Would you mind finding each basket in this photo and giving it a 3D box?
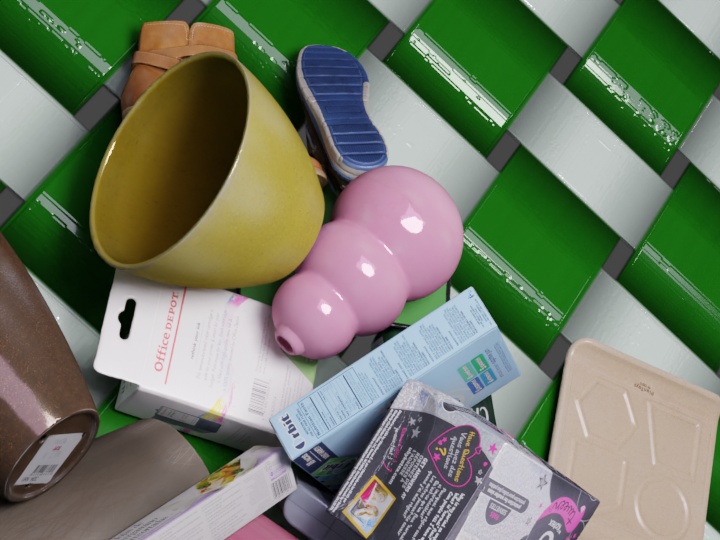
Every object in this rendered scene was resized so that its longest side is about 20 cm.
[{"bbox_3d":[-0.221,0.216,1.379,0.199,0.136,0.181,-31,75,-37],"label":"basket"}]

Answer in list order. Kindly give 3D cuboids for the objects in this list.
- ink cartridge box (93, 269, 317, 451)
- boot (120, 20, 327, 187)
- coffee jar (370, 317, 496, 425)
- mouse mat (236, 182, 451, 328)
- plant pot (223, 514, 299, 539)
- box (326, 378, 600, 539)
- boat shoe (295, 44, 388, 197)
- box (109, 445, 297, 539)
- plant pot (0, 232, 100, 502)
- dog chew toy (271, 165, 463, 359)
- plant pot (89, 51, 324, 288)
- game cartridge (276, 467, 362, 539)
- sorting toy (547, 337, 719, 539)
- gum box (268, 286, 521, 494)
[{"bbox_3d":[-0.141,0.078,1.510,0.198,0.067,0.118,21,61,-20],"label":"ink cartridge box"},{"bbox_3d":[-0.125,-0.150,1.609,0.198,0.077,0.157,7,61,-10],"label":"boot"},{"bbox_3d":[0.079,0.146,1.587,0.103,0.085,0.202,-5,73,-26],"label":"coffee jar"},{"bbox_3d":[-0.012,-0.020,1.601,0.198,0.008,0.162,7,54,-3],"label":"mouse mat"},{"bbox_3d":[-0.066,0.305,1.398,0.179,0.201,0.199,45,56,14],"label":"plant pot"},{"bbox_3d":[0.090,0.192,1.408,0.133,0.114,0.200,-57,145,-2],"label":"box"},{"bbox_3d":[-0.027,-0.137,1.647,0.071,0.073,0.201,1,43,-15],"label":"boat shoe"},{"bbox_3d":[-0.130,0.197,1.354,0.199,0.038,0.042,-31,110,-44],"label":"box"},{"bbox_3d":[-0.298,0.077,1.323,0.200,0.188,0.186,42,55,19],"label":"plant pot"},{"bbox_3d":[0.000,0.000,1.517,0.125,0.124,0.200,47,66,-3],"label":"dog chew toy"},{"bbox_3d":[-0.114,-0.063,1.470,0.142,0.199,0.202,32,56,-38],"label":"plant pot"},{"bbox_3d":[0.010,0.242,1.487,0.199,0.133,0.041,35,84,-10],"label":"game cartridge"},{"bbox_3d":[0.265,0.190,1.701,0.184,0.036,0.202,23,66,-18],"label":"sorting toy"},{"bbox_3d":[0.035,0.107,1.463,0.199,0.170,0.045,-32,70,1],"label":"gum box"}]
